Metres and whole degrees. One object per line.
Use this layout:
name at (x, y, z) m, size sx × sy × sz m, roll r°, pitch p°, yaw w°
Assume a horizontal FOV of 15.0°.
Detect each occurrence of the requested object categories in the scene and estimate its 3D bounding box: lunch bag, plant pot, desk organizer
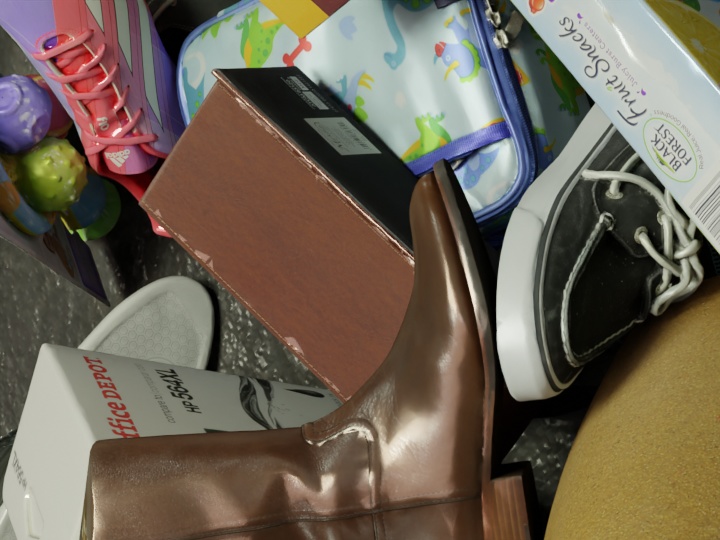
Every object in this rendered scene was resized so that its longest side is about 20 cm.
lunch bag at (0.011, -0.074, 1.311) m, size 0.199 × 0.082 × 0.162 m, roll -22°, pitch 82°, yaw 39°
plant pot at (0.145, 0.121, 1.101) m, size 0.185 × 0.200 × 0.188 m, roll 10°, pitch 114°, yaw 24°
desk organizer at (0.000, 0.000, 1.227) m, size 0.200 × 0.072 × 0.077 m, roll 43°, pitch 114°, yaw 20°

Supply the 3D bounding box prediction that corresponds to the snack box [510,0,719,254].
snack box at (0.153, -0.085, 1.153) m, size 0.053 × 0.142 × 0.200 m, roll -50°, pitch 63°, yaw 28°

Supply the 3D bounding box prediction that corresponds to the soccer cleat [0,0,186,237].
soccer cleat at (-0.126, -0.092, 1.351) m, size 0.066 × 0.200 × 0.077 m, roll -11°, pitch 58°, yaw 20°

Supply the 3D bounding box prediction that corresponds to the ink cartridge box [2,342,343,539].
ink cartridge box at (-0.052, 0.109, 1.266) m, size 0.146 × 0.199 × 0.085 m, roll -130°, pitch 54°, yaw -64°

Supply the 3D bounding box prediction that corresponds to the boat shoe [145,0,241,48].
boat shoe at (-0.072, -0.153, 1.388) m, size 0.199 × 0.072 × 0.068 m, roll -26°, pitch 92°, yaw 36°

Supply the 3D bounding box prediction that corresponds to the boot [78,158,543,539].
boot at (-0.035, 0.061, 1.137) m, size 0.199 × 0.064 × 0.188 m, roll -10°, pitch 85°, yaw 10°

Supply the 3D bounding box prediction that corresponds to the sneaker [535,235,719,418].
sneaker at (0.089, 0.025, 1.264) m, size 0.199 × 0.073 × 0.083 m, roll -9°, pitch 83°, yaw 29°

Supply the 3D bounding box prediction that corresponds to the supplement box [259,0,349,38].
supplement box at (0.015, -0.249, 1.200) m, size 0.133 × 0.198 × 0.200 m, roll 42°, pitch 127°, yaw -18°

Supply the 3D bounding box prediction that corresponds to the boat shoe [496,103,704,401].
boat shoe at (0.115, -0.014, 1.156) m, size 0.068 × 0.199 × 0.074 m, roll -1°, pitch 118°, yaw 27°

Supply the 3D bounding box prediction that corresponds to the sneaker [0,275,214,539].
sneaker at (-0.152, 0.083, 1.456) m, size 0.201 × 0.070 × 0.099 m, roll -59°, pitch 22°, yaw 0°

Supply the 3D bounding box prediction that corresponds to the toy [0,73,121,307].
toy at (-0.163, -0.063, 1.390) m, size 0.047 × 0.200 × 0.116 m, roll -22°, pitch 70°, yaw 5°
